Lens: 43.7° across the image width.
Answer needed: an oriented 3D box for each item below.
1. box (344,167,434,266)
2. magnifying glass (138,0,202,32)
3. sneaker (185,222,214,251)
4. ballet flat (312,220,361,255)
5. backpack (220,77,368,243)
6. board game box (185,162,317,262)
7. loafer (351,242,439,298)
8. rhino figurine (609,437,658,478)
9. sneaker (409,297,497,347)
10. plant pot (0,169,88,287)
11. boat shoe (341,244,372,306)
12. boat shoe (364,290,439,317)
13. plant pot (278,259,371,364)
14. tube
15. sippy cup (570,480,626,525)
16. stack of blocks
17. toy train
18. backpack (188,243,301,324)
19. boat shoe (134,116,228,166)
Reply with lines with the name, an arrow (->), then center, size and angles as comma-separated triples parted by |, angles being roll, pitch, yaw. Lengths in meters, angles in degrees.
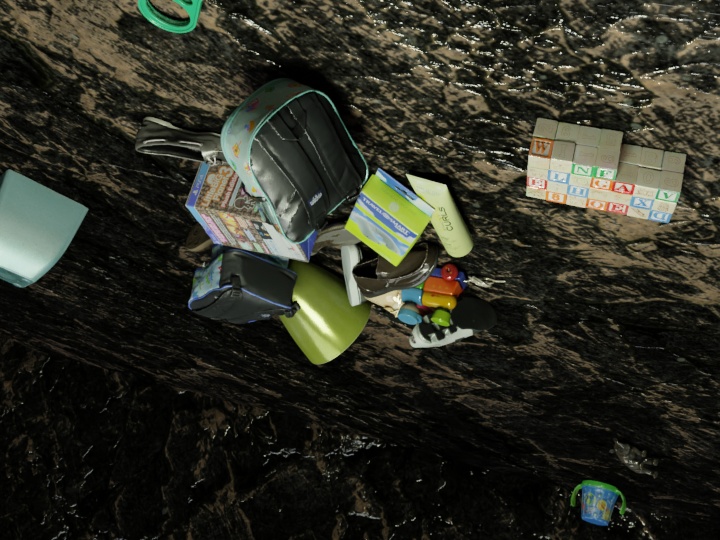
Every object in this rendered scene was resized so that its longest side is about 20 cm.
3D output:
box -> 0.046, -0.086, 1.525 | 0.121, 0.048, 0.200 | 37, 160, 3
magnifying glass -> -0.215, -0.349, 1.138 | 0.079, 0.023, 0.199 | 32, 157, -34
sneaker -> -0.292, -0.064, 1.867 | 0.075, 0.071, 0.199 | 29, 158, -32
ballet flat -> -0.061, -0.070, 1.715 | 0.067, 0.047, 0.199 | 26, 154, -33
backpack -> -0.103, -0.171, 1.284 | 0.153, 0.175, 0.201 | 40, 165, 40
board game box -> -0.188, -0.107, 1.630 | 0.197, 0.098, 0.160 | 11, 159, 16
loafer -> 0.060, -0.004, 1.688 | 0.199, 0.074, 0.071 | -25, 133, 35
rhino figurine -> 0.770, 0.527, 2.558 | 0.199, 0.060, 0.087 | 37, 163, -36
sneaker -> 0.184, 0.111, 1.835 | 0.197, 0.075, 0.089 | -11, 161, -26
plant pot -> -0.765, -0.078, 2.031 | 0.195, 0.203, 0.195 | 28, 157, -28
boat shoe -> 0.000, 0.000, 1.819 | 0.063, 0.071, 0.201 | -15, 151, -6
boat shoe -> 0.090, 0.063, 1.825 | 0.198, 0.070, 0.074 | 12, 140, -32
plant pot -> -0.109, 0.065, 1.936 | 0.200, 0.188, 0.186 | 45, 150, -22
tube -> 0.136, -0.093, 1.479 | 0.057, 0.052, 0.200 | -19, 144, 11
sippy cup -> 0.839, 0.825, 3.177 | 0.138, 0.132, 0.178 | 20, 159, -11
stack of blocks -> 0.325, -0.133, 1.199 | 0.197, 0.059, 0.115 | 13, 159, 13
toy train -> 0.171, 0.055, 1.731 | 0.197, 0.117, 0.085 | 9, 159, 22
backpack -> -0.239, 0.024, 1.803 | 0.181, 0.149, 0.199 | 21, 152, -33
boat shoe -> -0.284, -0.203, 1.516 | 0.197, 0.058, 0.067 | 15, 160, 6
